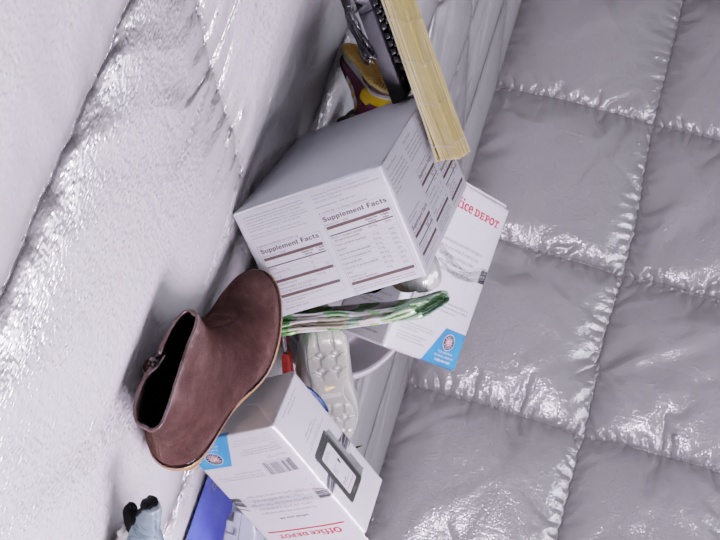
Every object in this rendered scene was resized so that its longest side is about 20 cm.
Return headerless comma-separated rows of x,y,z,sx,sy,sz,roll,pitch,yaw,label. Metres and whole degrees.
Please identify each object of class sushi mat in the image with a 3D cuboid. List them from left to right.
0.058,-0.202,1.111,0.096,0.012,0.202,-21,92,-67,sushi mat

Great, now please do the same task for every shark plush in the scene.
-0.161,0.237,0.938,0.091,0.082,0.202,-62,165,-54,shark plush

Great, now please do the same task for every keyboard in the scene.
0.007,-0.255,1.086,0.202,0.020,0.127,67,26,-24,keyboard

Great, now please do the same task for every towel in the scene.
-0.021,0.041,1.128,0.152,0.197,0.024,-15,97,-76,towel

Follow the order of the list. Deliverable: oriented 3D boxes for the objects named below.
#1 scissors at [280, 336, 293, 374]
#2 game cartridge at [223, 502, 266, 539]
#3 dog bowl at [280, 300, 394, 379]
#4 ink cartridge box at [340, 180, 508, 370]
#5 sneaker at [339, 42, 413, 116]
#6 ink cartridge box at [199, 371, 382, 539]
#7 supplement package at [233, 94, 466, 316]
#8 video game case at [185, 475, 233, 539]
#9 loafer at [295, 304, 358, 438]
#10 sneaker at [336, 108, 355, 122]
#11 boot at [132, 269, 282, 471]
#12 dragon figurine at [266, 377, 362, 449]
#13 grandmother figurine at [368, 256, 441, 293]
-0.083,0.086,1.263,0.073,0.014,0.203,-35,120,-86,scissors
-0.115,0.302,1.208,0.133,0.040,0.202,-64,166,-65,game cartridge
-0.006,0.040,1.358,0.199,0.058,0.202,-25,130,-34,dog bowl
0.072,-0.005,1.298,0.144,0.084,0.202,23,86,-49,ink cartridge box
0.016,-0.187,1.252,0.201,0.074,0.091,-105,-162,-64,sneaker
-0.062,0.196,1.088,0.201,0.115,0.068,54,38,-29,ink cartridge box
-0.004,-0.068,1.095,0.112,0.154,0.200,65,25,-19,supplement package
-0.131,0.239,1.258,0.182,0.045,0.202,83,24,-69,video game case
-0.038,0.121,1.280,0.070,0.069,0.202,-102,-169,-49,loafer
-0.023,-0.120,1.312,0.199,0.107,0.075,-25,164,-45,sneaker
-0.120,0.064,0.942,0.167,0.072,0.202,89,21,-67,boot
-0.073,0.144,1.147,0.059,0.199,0.099,-55,-164,-18,dragon figurine
0.000,0.000,1.170,0.122,0.198,0.061,-51,125,-36,grandmother figurine
